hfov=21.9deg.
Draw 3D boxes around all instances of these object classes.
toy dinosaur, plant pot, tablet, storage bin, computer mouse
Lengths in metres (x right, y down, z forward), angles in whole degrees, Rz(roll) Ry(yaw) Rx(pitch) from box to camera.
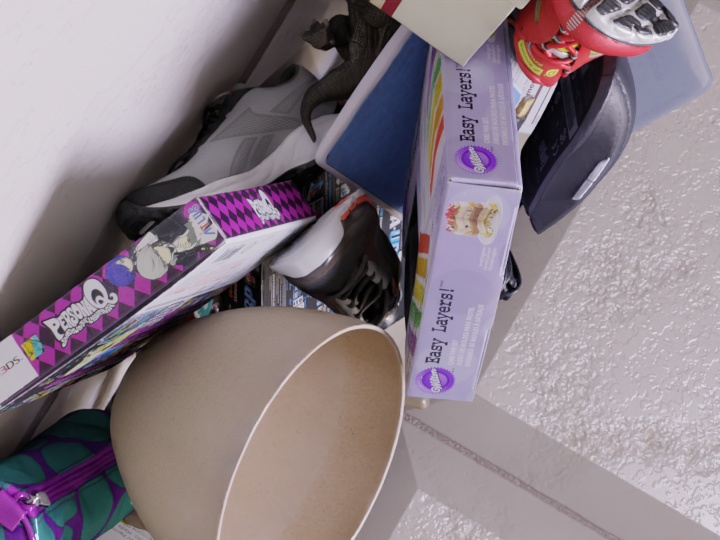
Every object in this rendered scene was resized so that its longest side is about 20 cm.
[{"bbox_3d":[0.010,-0.174,1.248,0.102,0.077,0.201,32,56,-49],"label":"toy dinosaur"},{"bbox_3d":[-0.082,0.104,1.194,0.200,0.134,0.201,-41,144,-40],"label":"plant pot"},{"bbox_3d":[0.043,-0.102,1.286,0.130,0.014,0.200,-55,153,3],"label":"tablet"},{"bbox_3d":[0.148,-0.188,1.250,0.145,0.135,0.200,-29,130,3],"label":"storage bin"},{"bbox_3d":[0.131,-0.083,1.214,0.141,0.046,0.200,-94,-156,-52],"label":"computer mouse"}]

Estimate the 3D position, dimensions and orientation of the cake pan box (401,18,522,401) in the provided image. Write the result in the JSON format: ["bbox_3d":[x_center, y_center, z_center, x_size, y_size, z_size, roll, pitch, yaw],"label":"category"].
[{"bbox_3d":[0.062,-0.043,1.196,0.200,0.052,0.185,99,-4,-45],"label":"cake pan box"}]

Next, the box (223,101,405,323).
[{"bbox_3d":[-0.030,-0.017,1.383,0.159,0.046,0.201,-31,139,-35],"label":"box"}]

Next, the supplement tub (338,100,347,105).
[{"bbox_3d":[-0.006,-0.079,1.513,0.201,0.107,0.107,-61,171,10],"label":"supplement tub"}]

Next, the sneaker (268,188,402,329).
[{"bbox_3d":[0.000,0.000,1.253,0.077,0.082,0.200,-38,175,9],"label":"sneaker"}]

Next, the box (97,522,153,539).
[{"bbox_3d":[-0.222,0.254,1.353,0.200,0.109,0.128,-48,164,-52],"label":"box"}]

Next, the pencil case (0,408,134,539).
[{"bbox_3d":[-0.205,0.151,1.199,0.092,0.085,0.200,-35,180,18],"label":"pencil case"}]

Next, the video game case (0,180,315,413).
[{"bbox_3d":[-0.128,0.013,1.129,0.181,0.036,0.200,-36,177,15],"label":"video game case"}]

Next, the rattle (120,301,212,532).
[{"bbox_3d":[-0.097,0.096,1.339,0.130,0.142,0.201,171,-67,-76],"label":"rattle"}]

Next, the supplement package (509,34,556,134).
[{"bbox_3d":[0.120,-0.222,1.435,0.156,0.110,0.200,-65,-150,30],"label":"supplement package"}]

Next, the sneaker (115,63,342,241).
[{"bbox_3d":[-0.088,-0.075,1.225,0.200,0.079,0.074,-32,175,-40],"label":"sneaker"}]

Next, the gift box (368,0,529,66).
[{"bbox_3d":[0.044,-0.247,1.059,0.185,0.200,0.187,-61,-174,-15],"label":"gift box"}]

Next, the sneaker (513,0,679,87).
[{"bbox_3d":[0.126,-0.139,1.069,0.085,0.077,0.200,-48,-176,13],"label":"sneaker"}]

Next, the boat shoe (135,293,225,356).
[{"bbox_3d":[-0.098,-0.009,1.382,0.201,0.057,0.067,-60,171,-4],"label":"boat shoe"}]

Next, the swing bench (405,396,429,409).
[{"bbox_3d":[-0.082,0.123,1.570,0.199,0.199,0.130,-51,124,-50],"label":"swing bench"}]
